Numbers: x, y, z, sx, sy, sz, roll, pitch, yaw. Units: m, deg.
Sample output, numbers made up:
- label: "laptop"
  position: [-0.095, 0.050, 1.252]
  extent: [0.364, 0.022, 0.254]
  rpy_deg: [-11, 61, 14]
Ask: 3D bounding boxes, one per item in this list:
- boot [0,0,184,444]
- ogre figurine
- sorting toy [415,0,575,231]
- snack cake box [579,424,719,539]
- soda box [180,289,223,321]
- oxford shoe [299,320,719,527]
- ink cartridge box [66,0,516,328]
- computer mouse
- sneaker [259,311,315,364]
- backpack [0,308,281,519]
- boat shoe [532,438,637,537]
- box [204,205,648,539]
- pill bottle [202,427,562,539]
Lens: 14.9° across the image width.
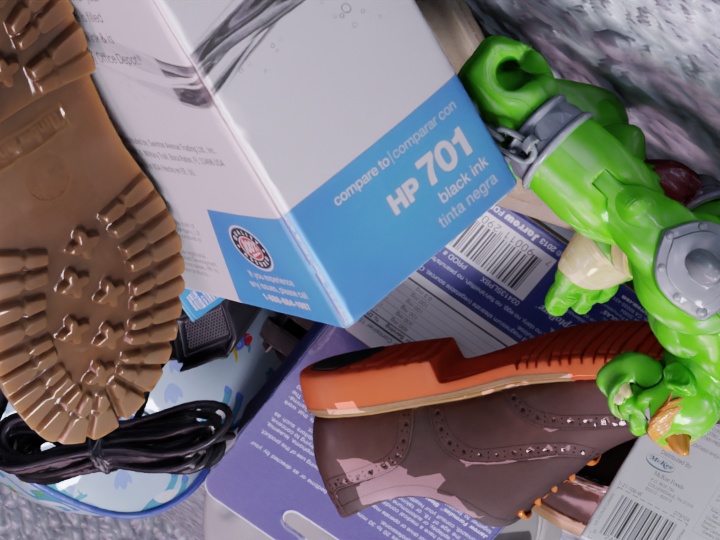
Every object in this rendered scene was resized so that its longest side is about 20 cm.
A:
- label: "boot"
  position: [-0.123, -0.037, 0.927]
  extent: [0.107, 0.075, 0.201]
  rpy_deg: [33, 145, 48]
- label: "ogre figurine"
  position: [0.109, -0.002, 0.958]
  extent: [0.120, 0.098, 0.200]
  rpy_deg: [46, 162, 39]
- label: "sorting toy"
  position: [-0.020, -0.090, 1.024]
  extent: [0.185, 0.037, 0.200]
  rpy_deg: [21, 158, 43]
- label: "snack cake box"
  position: [0.204, 0.113, 1.104]
  extent: [0.200, 0.115, 0.067]
  rpy_deg: [28, 167, 24]
- label: "soda box"
  position: [-0.091, -0.065, 1.080]
  extent: [0.068, 0.064, 0.200]
  rpy_deg: [53, 177, 35]
- label: "oxford shoe"
  position: [0.076, 0.063, 1.110]
  extent: [0.199, 0.073, 0.071]
  rpy_deg: [-5, -172, 23]
- label: "ink cartridge box"
  position: [-0.057, -0.090, 0.906]
  extent: [0.146, 0.086, 0.200]
  rpy_deg: [12, 136, 60]
- label: "computer mouse"
  position: [-0.094, 0.014, 1.218]
  extent: [0.140, 0.201, 0.046]
  rpy_deg: [-10, 143, 29]
- label: "sneaker"
  position: [0.000, 0.000, 1.216]
  extent: [0.071, 0.099, 0.200]
  rpy_deg: [32, 167, 12]
- label: "backpack"
  position: [-0.115, 0.016, 1.331]
  extent: [0.183, 0.200, 0.147]
  rpy_deg: [38, 167, -22]
- label: "boat shoe"
  position: [0.160, 0.088, 1.204]
  extent: [0.199, 0.071, 0.070]
  rpy_deg: [11, 139, 19]
- label: "box"
  position: [0.033, 0.053, 1.177]
  extent: [0.121, 0.200, 0.032]
  rpy_deg: [35, -153, -10]
- label: "pill bottle"
  position: [0.018, 0.118, 1.335]
  extent: [0.114, 0.114, 0.200]
  rpy_deg: [27, -171, 26]
